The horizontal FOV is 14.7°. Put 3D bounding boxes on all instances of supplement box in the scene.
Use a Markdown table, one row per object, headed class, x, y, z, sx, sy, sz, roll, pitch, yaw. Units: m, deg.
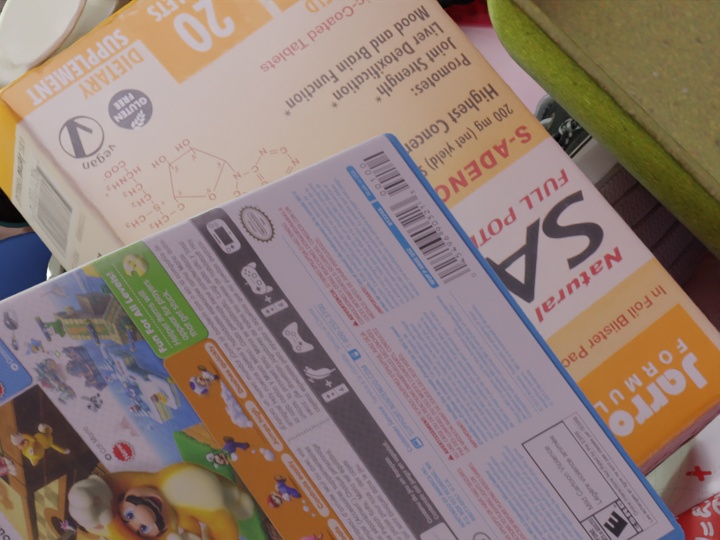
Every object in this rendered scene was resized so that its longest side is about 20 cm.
| class | x | y | z | sx | sy | sz | roll | pitch | yaw |
| --- | --- | --- | --- | --- | --- | --- | --- | --- | --- |
| supplement box | 0.000 | 0.000 | 0.820 | 0.126 | 0.074 | 0.200 | -37 | 81 | -18 |

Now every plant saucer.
| class | x | y | z | sx | sy | sz | roll | pitch | yaw |
| --- | --- | --- | --- | --- | --- | --- | --- | --- | --- |
| plant saucer | 0.136 | -0.081 | 0.965 | 0.200 | 0.048 | 0.200 | 43 | 48 | -11 |

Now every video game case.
| class | x | y | z | sx | sy | sz | roll | pitch | yaw |
| --- | --- | --- | --- | --- | --- | --- | --- | --- | --- |
| video game case | -0.025 | 0.054 | 0.709 | 0.200 | 0.018 | 0.143 | -25 | 74 | -38 |

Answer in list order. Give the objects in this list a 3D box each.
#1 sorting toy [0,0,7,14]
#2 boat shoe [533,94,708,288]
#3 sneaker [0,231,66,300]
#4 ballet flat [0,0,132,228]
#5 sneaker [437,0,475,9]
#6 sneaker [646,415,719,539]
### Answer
| class | x | y | z | sx | sy | sz | roll | pitch | yaw |
| --- | --- | --- | --- | --- | --- | --- | --- | --- | --- |
| sorting toy | -0.129 | -0.100 | 1.076 | 0.200 | 0.107 | 0.180 | -22 | 25 | -24 |
| boat shoe | 0.096 | -0.041 | 1.009 | 0.071 | 0.072 | 0.200 | 14 | 37 | 31 |
| sneaker | -0.055 | -0.020 | 0.941 | 0.200 | 0.147 | 0.081 | 10 | 47 | 17 |
| ballet flat | -0.073 | -0.099 | 0.932 | 0.068 | 0.068 | 0.200 | 21 | 57 | 18 |
| sneaker | 0.019 | -0.148 | 1.124 | 0.066 | 0.091 | 0.200 | -38 | 13 | 21 |
| sneaker | 0.106 | 0.107 | 0.850 | 0.201 | 0.067 | 0.108 | -34 | 51 | -20 |
